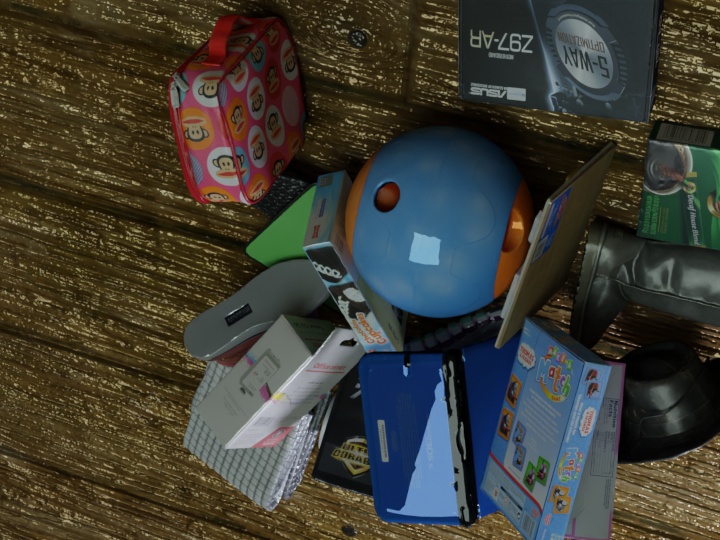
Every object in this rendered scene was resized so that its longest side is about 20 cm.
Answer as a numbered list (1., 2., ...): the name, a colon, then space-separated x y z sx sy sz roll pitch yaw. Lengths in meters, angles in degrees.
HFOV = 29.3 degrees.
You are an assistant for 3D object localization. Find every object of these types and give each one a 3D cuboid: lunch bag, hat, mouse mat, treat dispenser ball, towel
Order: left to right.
1. lunch bag: -0.127 -0.181 1.453 0.082 0.200 0.177 1 121 21
2. towel: -0.133 0.188 1.775 0.165 0.085 0.201 36 128 21
3. mouse mat: -0.020 -0.013 1.617 0.200 0.008 0.161 34 131 -21
4. treat dispenser ball: 0.083 -0.051 1.451 0.200 0.201 0.202 12 127 16
5. hat: 0.319 0.126 1.480 0.200 0.201 0.081 -27 106 35

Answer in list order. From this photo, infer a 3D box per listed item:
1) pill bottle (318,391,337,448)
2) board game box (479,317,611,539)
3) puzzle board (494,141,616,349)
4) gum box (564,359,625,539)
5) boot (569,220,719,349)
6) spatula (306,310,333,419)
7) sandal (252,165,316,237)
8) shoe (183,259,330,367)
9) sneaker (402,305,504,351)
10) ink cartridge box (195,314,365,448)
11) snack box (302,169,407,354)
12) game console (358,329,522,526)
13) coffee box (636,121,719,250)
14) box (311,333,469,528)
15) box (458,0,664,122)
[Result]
1. pill bottle: 0.054 0.217 1.712 0.199 0.112 0.112 19 129 11
2. board game box: 0.189 0.167 1.435 0.036 0.151 0.201 9 103 -19
3. puzzle board: 0.202 -0.027 1.451 0.017 0.151 0.201 31 131 20
4. gum box: 0.228 0.186 1.491 0.066 0.201 0.113 8 173 -12
5. boot: 0.334 0.036 1.498 0.199 0.073 0.182 11 129 8
6. spatula: -0.057 0.123 1.752 0.056 0.021 0.201 6 128 33
7. sandal: -0.104 -0.104 1.589 0.200 0.048 0.075 28 132 -7
8. shoe: -0.110 0.054 1.656 0.199 0.091 0.072 -28 69 12
9. sneaker: 0.113 0.106 1.596 0.199 0.074 0.088 -23 83 14
10. ink cartridge box: -0.083 0.118 1.608 0.200 0.116 0.068 -46 67 16
11. snack box: 0.000 0.000 1.540 0.037 0.116 0.200 -12 131 22
12. game console: 0.104 0.175 1.561 0.170 0.118 0.201 -2 102 23
13. coffee box: 0.387 -0.077 1.400 0.199 0.044 0.123 12 127 16
14. box: 0.064 0.182 1.637 0.199 0.199 0.050 16 170 10
15. box: 0.197 -0.238 1.370 0.199 0.044 0.161 10 126 17
